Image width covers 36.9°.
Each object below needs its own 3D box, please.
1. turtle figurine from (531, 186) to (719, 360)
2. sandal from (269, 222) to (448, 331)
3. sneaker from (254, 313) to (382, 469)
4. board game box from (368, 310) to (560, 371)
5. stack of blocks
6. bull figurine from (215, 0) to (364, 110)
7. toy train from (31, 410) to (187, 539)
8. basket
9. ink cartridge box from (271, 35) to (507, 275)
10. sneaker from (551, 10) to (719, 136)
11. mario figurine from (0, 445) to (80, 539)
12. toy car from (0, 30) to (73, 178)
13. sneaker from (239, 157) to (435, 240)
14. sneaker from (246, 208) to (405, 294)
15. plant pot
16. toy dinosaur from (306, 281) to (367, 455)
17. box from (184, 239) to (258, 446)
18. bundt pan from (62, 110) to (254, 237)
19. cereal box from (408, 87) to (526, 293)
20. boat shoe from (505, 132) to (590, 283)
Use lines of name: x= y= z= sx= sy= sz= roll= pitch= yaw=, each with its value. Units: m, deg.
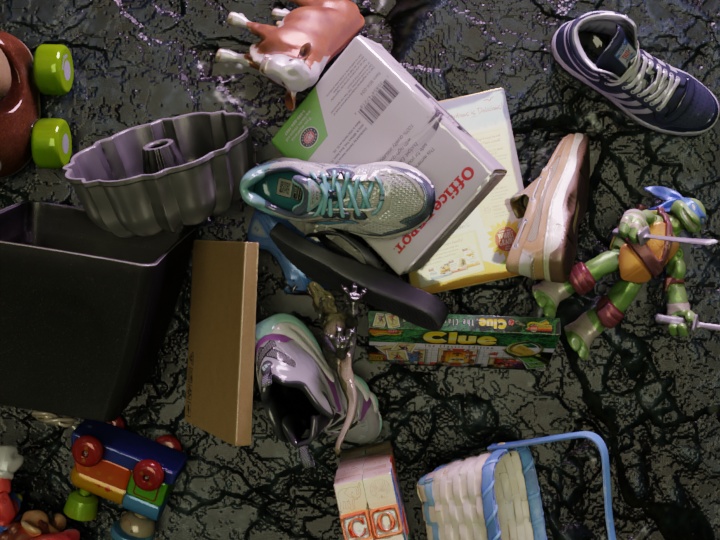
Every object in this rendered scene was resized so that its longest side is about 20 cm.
turtle figurine: x=0.285 y=0.015 z=1.106 sx=0.193 sy=0.143 sz=0.202 roll=-37 pitch=55 yaw=17
sandal: x=0.000 y=0.000 z=1.092 sx=0.198 sy=0.076 sz=0.043 roll=26 pitch=74 yaw=8
sneaker: x=-0.044 y=0.152 z=1.103 sx=0.077 sy=0.141 sz=0.200 roll=-33 pitch=123 yaw=20
board game box: x=0.106 y=0.076 z=1.145 sx=0.196 sy=0.105 sz=0.024 roll=2 pitch=62 yaw=2
stack of blocks: x=0.016 y=0.250 z=1.100 sx=0.058 sy=0.200 sz=0.117 roll=-12 pitch=89 yaw=1
bull figurine: x=-0.072 y=-0.235 z=1.111 sx=0.120 sy=0.200 sz=0.066 roll=23 pitch=128 yaw=15
toy train: x=-0.298 y=0.218 z=1.177 sx=0.197 sy=0.085 sz=0.117 roll=21 pitch=105 yaw=2
basket: x=0.167 y=0.257 z=1.115 sx=0.198 sy=0.138 sz=0.179 roll=-6 pitch=91 yaw=33
ink cartridge box: x=0.031 y=-0.117 z=1.116 sx=0.200 sy=0.084 sz=0.146 roll=46 pitch=105 yaw=10
sneaker: x=0.295 y=-0.205 z=1.132 sx=0.198 sy=0.108 sz=0.071 roll=29 pitch=92 yaw=1
mario figurine: x=-0.376 y=0.263 z=1.173 sx=0.199 sy=0.124 sz=0.106 roll=35 pitch=71 yaw=13
toy car: x=-0.404 y=-0.181 z=1.111 sx=0.161 sy=0.200 sz=0.161 roll=1 pitch=90 yaw=2
sneaker: x=-0.026 y=-0.068 z=1.049 sx=0.197 sy=0.086 sz=0.079 roll=4 pitch=97 yaw=20
sneaker: x=-0.037 y=-0.006 z=1.172 sx=0.199 sy=0.079 sz=0.090 roll=33 pitch=105 yaw=5
plant pot: x=-0.295 y=0.043 z=1.124 sx=0.196 sy=0.200 sz=0.180 roll=9 pitch=104 yaw=1
toy dinosaur: x=-0.019 y=0.070 z=1.051 sx=0.047 sy=0.202 sz=0.089 roll=2 pitch=135 yaw=-12
box: x=-0.146 y=0.070 z=1.129 sx=0.021 sy=0.163 sz=0.204 roll=3 pitch=91 yaw=-27
bundt pan: x=-0.199 y=-0.096 z=1.116 sx=0.199 sy=0.202 sz=0.077 roll=-13 pitch=114 yaw=2
cereal box: x=0.106 y=-0.084 z=1.174 sx=0.142 sy=0.040 sz=0.203 roll=-11 pitch=89 yaw=4
boat shoe: x=0.192 y=-0.073 z=1.121 sx=0.075 sy=0.201 sz=0.072 roll=2 pitch=133 yaw=22
